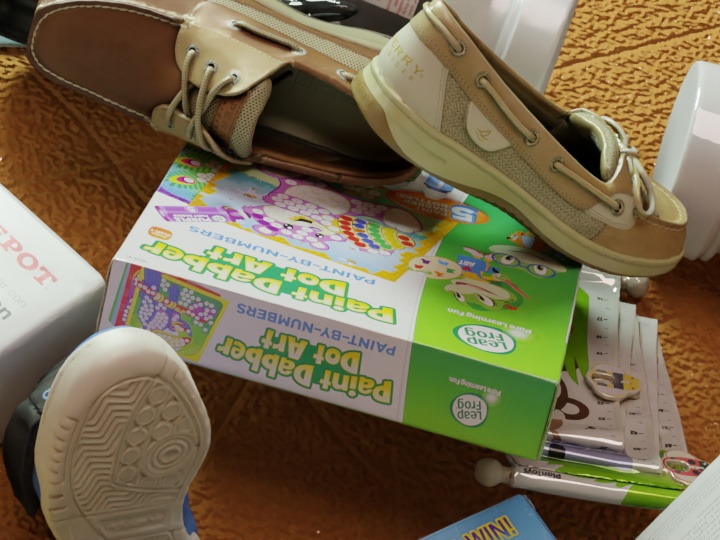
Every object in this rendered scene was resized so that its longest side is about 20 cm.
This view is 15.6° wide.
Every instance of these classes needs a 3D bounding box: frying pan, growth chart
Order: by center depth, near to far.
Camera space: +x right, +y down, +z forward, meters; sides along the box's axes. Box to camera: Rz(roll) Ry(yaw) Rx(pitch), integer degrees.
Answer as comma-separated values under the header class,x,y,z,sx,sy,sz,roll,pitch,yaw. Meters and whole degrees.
class,x,y,z,sx,sy,sz,roll,pitch,yaw
growth chart,0.090,0.047,1.236,0.144,0.018,0.200,6,34,-13
frying pan,-0.106,-0.135,1.262,0.115,0.189,0.031,20,68,-46

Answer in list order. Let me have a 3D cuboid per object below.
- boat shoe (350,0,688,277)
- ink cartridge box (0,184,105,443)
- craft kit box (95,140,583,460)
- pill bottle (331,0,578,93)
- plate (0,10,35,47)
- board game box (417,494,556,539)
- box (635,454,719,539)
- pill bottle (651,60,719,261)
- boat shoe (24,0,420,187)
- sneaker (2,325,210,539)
class,x,y,z,sx,sy,sz,roll,pitch,yaw
boat shoe,0.086,-0.058,1.197,0.200,0.063,0.073,28,24,-32
ink cartridge box,-0.231,0.031,1.151,0.145,0.084,0.200,41,54,18
craft kit box,0.000,0.000,1.193,0.199,0.049,0.198,15,27,2
pill bottle,0.007,-0.147,1.333,0.199,0.116,0.116,22,50,4
plate,-0.188,-0.199,1.384,0.199,0.026,0.201,7,52,-9
board game box,0.037,0.216,1.091,0.199,0.056,0.196,-21,59,-28
box,0.178,0.175,1.064,0.124,0.098,0.200,36,23,-13
pill bottle,0.249,-0.032,1.305,0.199,0.115,0.115,15,50,-1
boat shoe,-0.055,-0.088,1.212,0.199,0.076,0.074,12,30,-5
sneaker,-0.110,0.065,1.084,0.076,0.200,0.111,-25,55,-12
